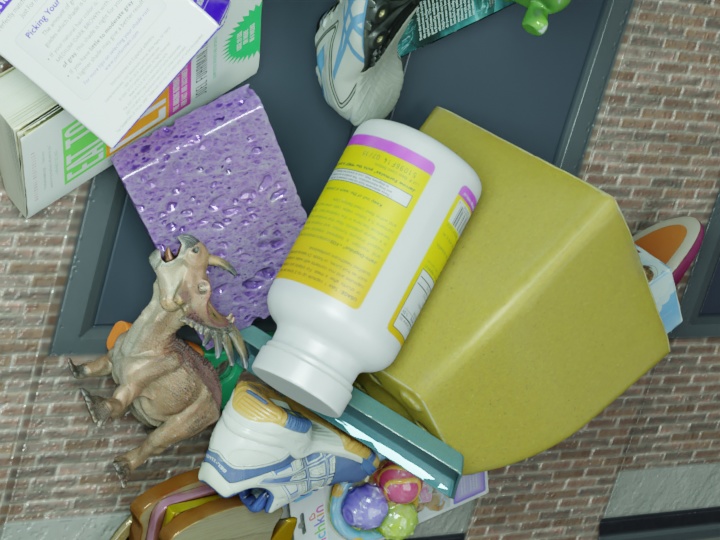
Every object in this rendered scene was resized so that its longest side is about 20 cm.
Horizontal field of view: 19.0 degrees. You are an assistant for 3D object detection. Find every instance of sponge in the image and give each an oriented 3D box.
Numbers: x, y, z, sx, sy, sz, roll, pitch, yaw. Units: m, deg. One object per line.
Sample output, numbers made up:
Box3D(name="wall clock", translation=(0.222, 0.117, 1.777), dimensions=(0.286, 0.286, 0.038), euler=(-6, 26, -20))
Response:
Box3D(name="sponge", translation=(-0.096, -0.035, 1.543), dimensions=(0.111, 0.030, 0.201), euler=(-27, 139, -6))

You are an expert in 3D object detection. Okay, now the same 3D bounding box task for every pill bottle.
Box3D(name="pill bottle", translation=(0.000, 0.000, 1.537), dimensions=(0.104, 0.104, 0.201), euler=(41, 72, -45))

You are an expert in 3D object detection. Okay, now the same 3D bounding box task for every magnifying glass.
Box3D(name="magnifying glass", translation=(-0.114, 0.073, 1.652), dimensions=(0.199, 0.022, 0.080), euler=(20, 102, -46))

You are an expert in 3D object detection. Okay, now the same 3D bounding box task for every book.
Box3D(name="book", translation=(-0.156, -0.126, 1.451), dimensions=(0.199, 0.048, 0.134), euler=(-35, 162, -18))

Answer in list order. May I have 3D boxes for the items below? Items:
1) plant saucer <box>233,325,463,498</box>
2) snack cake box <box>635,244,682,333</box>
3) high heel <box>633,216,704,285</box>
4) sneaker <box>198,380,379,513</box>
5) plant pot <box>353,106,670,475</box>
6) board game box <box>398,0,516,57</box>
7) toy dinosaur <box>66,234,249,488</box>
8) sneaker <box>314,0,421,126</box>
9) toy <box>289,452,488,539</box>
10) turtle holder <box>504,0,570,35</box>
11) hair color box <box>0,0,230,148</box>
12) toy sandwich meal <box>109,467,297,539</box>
Box3D(name="plant saucer", translation=(-0.008, 0.104, 1.606), dimensions=(0.019, 0.199, 0.070), euler=(-56, 171, -20))
Box3D(name="snack cake box", translation=(0.155, 0.049, 1.788), dimensions=(0.199, 0.115, 0.067), euler=(-36, 134, -18))
Box3D(name="high heel", translation=(0.239, 0.044, 1.888), dimensions=(0.200, 0.067, 0.096), euler=(-49, 135, -4))
Box3D(name="sneaker", translation=(-0.060, 0.145, 1.663), dimensions=(0.088, 0.075, 0.200), euler=(-58, 147, 4))
Box3D(name="plant pot", translation=(0.086, 0.035, 1.645), dimensions=(0.200, 0.194, 0.196), euler=(-45, 139, -17))
Box3D(name="board game box", translation=(0.049, -0.263, 1.575), dimensions=(0.135, 0.028, 0.201), euler=(-27, 130, -24))
Box3D(name="toy dinosaur", translation=(-0.134, 0.078, 1.558), dimensions=(0.135, 0.086, 0.201), euler=(-24, 146, -8))
Box3D(name="sneaker", translation=(0.000, -0.174, 1.512), dimensions=(0.072, 0.072, 0.200), euler=(-44, 164, -26))
Box3D(name="toy", translation=(0.035, 0.188, 1.822), dimensions=(0.199, 0.047, 0.116), euler=(-24, 127, -28))
Box3D(name="turtle holder", translation=(0.128, -0.251, 1.528), dimensions=(0.132, 0.141, 0.186), euler=(-49, 135, -7))
Box3D(name="hair color box", translation=(-0.190, -0.184, 1.314), dimensions=(0.200, 0.065, 0.109), euler=(40, 109, -13))
Box3D(name="toy sandwich meal", translation=(-0.127, 0.246, 1.707), dimensions=(0.204, 0.070, 0.206), euler=(-20, 126, -29))
